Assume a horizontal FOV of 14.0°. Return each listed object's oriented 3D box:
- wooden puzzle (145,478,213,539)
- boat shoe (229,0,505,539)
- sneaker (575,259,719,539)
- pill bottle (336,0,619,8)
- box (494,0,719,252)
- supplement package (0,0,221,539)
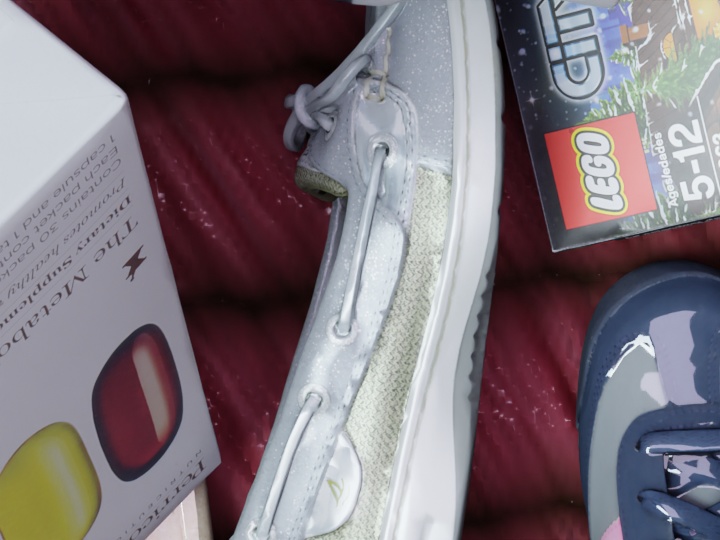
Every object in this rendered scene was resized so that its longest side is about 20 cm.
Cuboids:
[{"bbox_3d":[-0.124,0.134,0.776,0.185,0.037,0.200,-7,90,-1],"label":"wooden puzzle"},{"bbox_3d":[0.000,0.001,0.762,0.065,0.074,0.202,6,93,-3],"label":"boat shoe"},{"bbox_3d":[0.097,0.096,0.758,0.070,0.082,0.200,-9,90,1],"label":"sneaker"},{"bbox_3d":[-0.026,-0.126,0.695,0.200,0.116,0.116,11,89,-1],"label":"pill bottle"},{"bbox_3d":[0.095,-0.116,0.755,0.136,0.038,0.200,-13,91,23],"label":"box"},{"bbox_3d":[-0.115,0.013,0.676,0.110,0.200,0.114,39,73,19],"label":"supplement package"}]
